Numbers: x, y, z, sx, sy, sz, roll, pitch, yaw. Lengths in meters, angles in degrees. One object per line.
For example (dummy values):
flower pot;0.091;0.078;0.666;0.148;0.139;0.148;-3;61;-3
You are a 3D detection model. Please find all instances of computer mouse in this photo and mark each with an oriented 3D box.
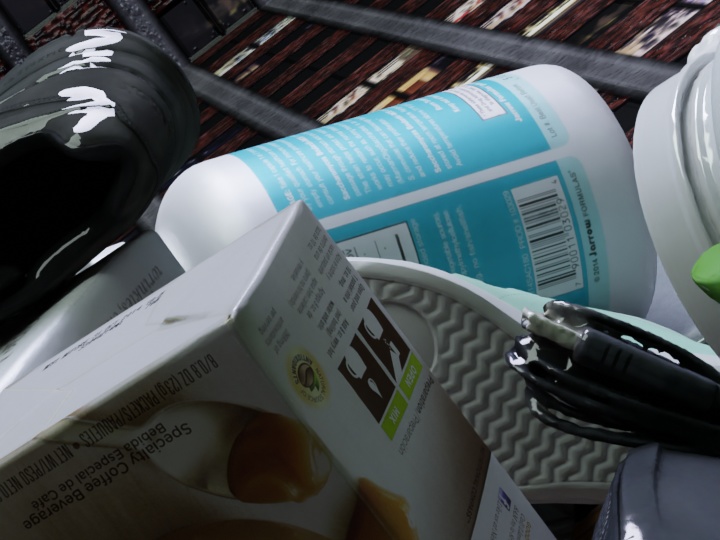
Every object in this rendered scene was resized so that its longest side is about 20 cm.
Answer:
computer mouse;0.095;0.083;0.723;0.053;0.138;0.200;-59;7;35

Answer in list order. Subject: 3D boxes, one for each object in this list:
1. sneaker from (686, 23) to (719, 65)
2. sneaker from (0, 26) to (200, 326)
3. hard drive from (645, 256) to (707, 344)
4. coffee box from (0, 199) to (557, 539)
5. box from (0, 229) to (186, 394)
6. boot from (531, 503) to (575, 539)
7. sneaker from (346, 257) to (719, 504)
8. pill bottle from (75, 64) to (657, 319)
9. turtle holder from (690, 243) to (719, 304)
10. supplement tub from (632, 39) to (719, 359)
sneaker;0.193;-0.078;1.020;0.200;0.074;0.079;-34;20;44
sneaker;-0.143;-0.003;0.882;0.200;0.076;0.091;-37;15;15
hard drive;0.178;-0.015;1.052;0.200;0.033;0.140;-35;12;11
coffee box;-0.008;0.100;0.749;0.114;0.200;0.080;-32;14;24
box;-0.087;0.131;0.858;0.130;0.200;0.199;-30;12;30
boot;-0.009;0.086;1.052;0.199;0.070;0.132;-5;16;7
sneaker;0.043;0.041;0.929;0.118;0.199;0.074;-165;88;-79
pill bottle;0.000;0.000;1.012;0.199;0.111;0.111;-16;6;-17
turtle holder;0.175;0.022;0.687;0.141;0.132;0.186;-31;14;22
supplement tub;0.199;-0.048;0.846;0.200;0.146;0.145;-30;14;32
